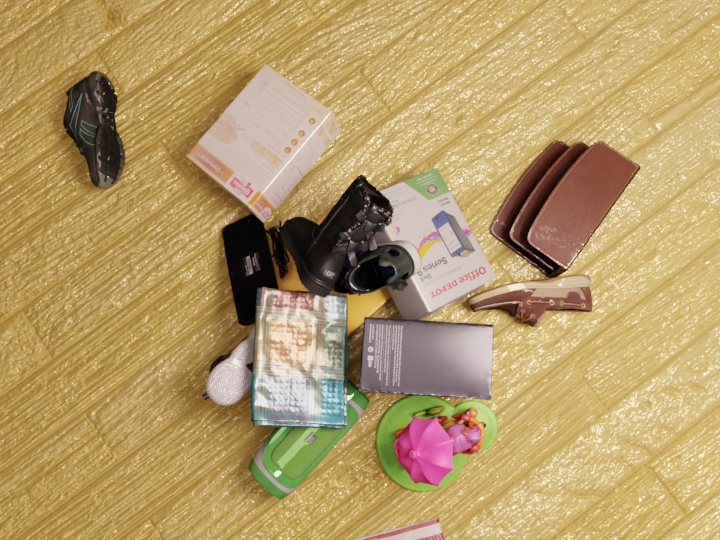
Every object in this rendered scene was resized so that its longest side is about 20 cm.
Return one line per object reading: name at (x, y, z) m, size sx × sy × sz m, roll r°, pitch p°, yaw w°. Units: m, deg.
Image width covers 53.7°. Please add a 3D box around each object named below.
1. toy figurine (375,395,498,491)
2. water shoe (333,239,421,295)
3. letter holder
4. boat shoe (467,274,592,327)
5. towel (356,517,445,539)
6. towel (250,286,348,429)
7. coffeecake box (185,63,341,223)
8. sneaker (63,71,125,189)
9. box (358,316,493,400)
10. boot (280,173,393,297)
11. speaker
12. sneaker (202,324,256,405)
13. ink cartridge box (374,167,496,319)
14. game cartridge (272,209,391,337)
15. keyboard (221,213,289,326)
toy figurine at (0.122, 0.254, 1.043) m, size 0.198 × 0.184 × 0.152 m, roll -15°, pitch 82°, yaw -2°
water shoe at (0.000, 0.000, 1.048) m, size 0.079 × 0.199 × 0.072 m, roll -27°, pitch 95°, yaw -40°
letter holder at (0.316, -0.113, 1.132) m, size 0.142 × 0.101 × 0.201 m, roll 37°, pitch 84°, yaw 7°
boat shoe at (0.271, 0.054, 1.127) m, size 0.198 × 0.072 × 0.073 m, roll -7°, pitch 82°, yaw -5°
towel at (0.080, 0.499, 1.093) m, size 0.143 × 0.023 × 0.202 m, roll -14°, pitch 82°, yaw -2°
towel at (-0.086, 0.129, 1.043) m, size 0.145 × 0.022 × 0.202 m, roll 6°, pitch 76°, yaw -21°
coffeecake box at (-0.155, -0.205, 1.149) m, size 0.153 × 0.073 × 0.200 m, roll 38°, pitch 84°, yaw 19°
sneaker at (-0.444, -0.227, 1.183) m, size 0.079 × 0.075 × 0.202 m, roll -12°, pitch 76°, yaw 13°
box at (0.091, 0.132, 1.052) m, size 0.180 × 0.200 × 0.105 m, roll 4°, pitch 82°, yaw 1°
boot at (-0.037, -0.070, 1.049) m, size 0.073 × 0.199 × 0.163 m, roll 27°, pitch 110°, yaw -31°
speaker at (-0.079, 0.251, 1.097) m, size 0.088 × 0.088 × 0.200 m, roll 42°, pitch 85°, yaw 6°
sneaker at (-0.169, 0.132, 1.110) m, size 0.200 × 0.114 × 0.076 m, roll -41°, pitch 97°, yaw -27°
ink cartridge box at (0.096, -0.038, 1.110) m, size 0.145 × 0.087 × 0.201 m, roll -24°, pitch 84°, yaw -27°
game cartridge at (-0.032, 0.003, 1.159) m, size 0.200 × 0.032 × 0.177 m, roll -41°, pitch 83°, yaw -7°
keyboard at (-0.157, -0.005, 1.130) m, size 0.103 × 0.040 × 0.201 m, roll -23°, pitch 56°, yaw 8°
